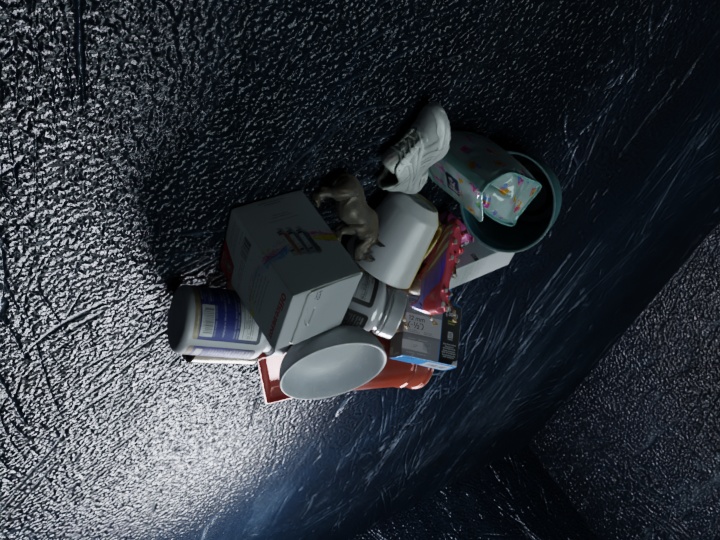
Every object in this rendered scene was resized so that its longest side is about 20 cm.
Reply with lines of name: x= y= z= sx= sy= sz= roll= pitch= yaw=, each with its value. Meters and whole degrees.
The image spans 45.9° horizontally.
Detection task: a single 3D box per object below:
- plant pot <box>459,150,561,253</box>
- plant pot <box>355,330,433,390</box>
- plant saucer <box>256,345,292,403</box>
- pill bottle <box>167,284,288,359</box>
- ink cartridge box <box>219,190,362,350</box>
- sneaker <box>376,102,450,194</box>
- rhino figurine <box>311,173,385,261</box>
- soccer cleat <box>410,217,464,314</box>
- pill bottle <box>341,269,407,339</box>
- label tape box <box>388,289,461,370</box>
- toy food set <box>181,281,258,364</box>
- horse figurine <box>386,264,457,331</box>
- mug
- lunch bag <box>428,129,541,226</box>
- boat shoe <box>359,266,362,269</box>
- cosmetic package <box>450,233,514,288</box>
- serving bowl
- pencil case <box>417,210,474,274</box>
plant pot: x=0.330 y=-0.151 z=1.769 sx=0.201 sy=0.200 sz=0.187 roll=-50 pitch=166 yaw=25
plant pot: x=0.036 y=0.184 z=1.938 sx=0.193 sy=0.202 sz=0.202 roll=-5 pitch=141 yaw=-34
plant saucer: x=-0.097 y=0.177 z=1.628 sx=0.196 sy=0.037 sz=0.201 roll=-13 pitch=149 yaw=-9
pill bottle: x=-0.223 y=0.093 z=1.466 sx=0.197 sy=0.117 sz=0.116 roll=9 pitch=132 yaw=-30
ink cartridge box: x=-0.119 y=-0.002 z=1.411 sx=0.143 sy=0.201 sz=0.146 roll=-18 pitch=148 yaw=-34
sneaker: x=0.088 y=-0.206 z=1.490 sx=0.098 sy=0.078 sz=0.201 roll=-13 pitch=144 yaw=-34
rhino figurine: x=-0.013 y=-0.087 z=1.505 sx=0.087 sy=0.060 sz=0.201 roll=-33 pitch=126 yaw=-4
soccer cleat: x=0.152 y=-0.012 z=1.666 sx=0.067 sy=0.075 sz=0.203 roll=42 pitch=58 yaw=-60
pill bottle: x=-0.020 y=0.051 z=1.606 sx=0.197 sy=0.115 sz=0.115 roll=22 pitch=130 yaw=-9
label tape box: x=0.147 y=0.106 z=1.875 sx=0.141 sy=0.203 sz=0.066 roll=14 pitch=165 yaw=-22
toy food set: x=-0.235 y=0.102 z=1.610 sx=0.142 sy=0.061 sz=0.201 roll=7 pitch=129 yaw=-40
horse figurine: x=0.114 y=0.049 z=1.712 sx=0.197 sy=0.135 sz=0.050 roll=-7 pitch=-178 yaw=-12
mug: x=0.076 y=-0.077 z=1.638 sx=0.154 sy=0.148 sz=0.187 roll=-57 pitch=179 yaw=19
lunch bag: x=0.217 y=-0.179 z=1.585 sx=0.199 sy=0.170 sz=0.123 roll=6 pitch=124 yaw=-54
boat shoe: x=0.000 y=0.000 z=1.751 sx=0.062 sy=0.074 sz=0.200 roll=2 pitch=169 yaw=18
cosmetic package: x=0.244 y=-0.047 z=1.899 sx=0.198 sy=0.113 sz=0.082 roll=-24 pitch=152 yaw=-29
serving bowl: x=-0.055 y=0.155 z=1.518 sx=0.197 sy=0.067 sz=0.201 roll=-13 pitch=148 yaw=-8
pencil case: x=0.140 y=-0.035 z=1.780 sx=0.200 sy=0.094 sz=0.091 roll=-41 pitch=164 yaw=-8
